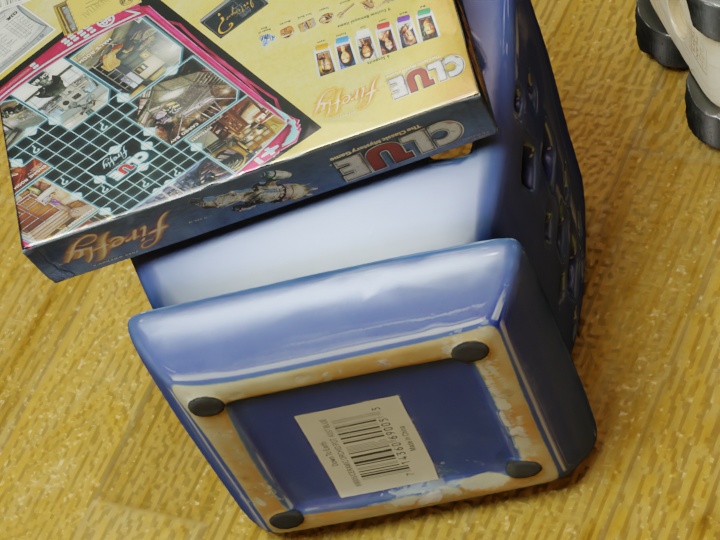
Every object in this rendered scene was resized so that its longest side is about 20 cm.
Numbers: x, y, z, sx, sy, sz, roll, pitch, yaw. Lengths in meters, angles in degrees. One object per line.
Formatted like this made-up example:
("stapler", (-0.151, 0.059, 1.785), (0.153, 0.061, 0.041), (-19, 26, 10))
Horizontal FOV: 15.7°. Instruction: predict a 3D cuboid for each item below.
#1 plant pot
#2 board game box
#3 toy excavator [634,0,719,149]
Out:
("plant pot", (0.000, 0.000, 1.166), (0.199, 0.200, 0.180), (-12, 56, 10))
("board game box", (-0.054, -0.088, 1.097), (0.199, 0.035, 0.136), (-18, 61, 9))
("toy excavator", (0.249, -0.128, 1.250), (0.199, 0.100, 0.195), (-18, 49, -7))
